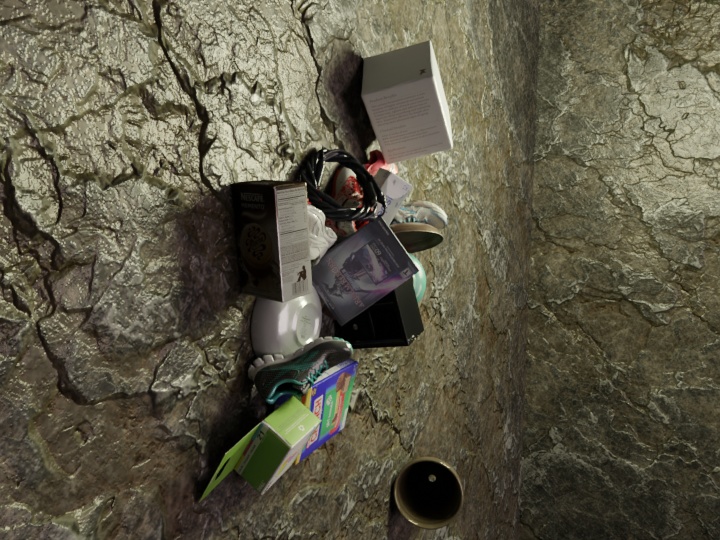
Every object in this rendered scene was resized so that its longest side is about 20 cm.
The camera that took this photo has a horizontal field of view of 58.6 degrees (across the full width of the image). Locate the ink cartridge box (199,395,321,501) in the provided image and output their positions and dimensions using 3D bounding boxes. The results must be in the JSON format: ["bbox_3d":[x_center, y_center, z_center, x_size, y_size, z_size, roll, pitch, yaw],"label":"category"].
[{"bbox_3d":[-0.176,0.335,1.136,0.200,0.076,0.148,-34,159,-57],"label":"ink cartridge box"}]

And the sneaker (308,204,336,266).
[{"bbox_3d":[-0.110,-0.065,1.237,0.100,0.078,0.200,-67,152,-15],"label":"sneaker"}]

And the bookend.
[{"bbox_3d":[0.018,0.067,1.442,0.092,0.198,0.201,-33,112,-57],"label":"bookend"}]

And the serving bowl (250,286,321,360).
[{"bbox_3d":[-0.131,0.103,1.265,0.200,0.066,0.201,-21,114,-60],"label":"serving bowl"}]

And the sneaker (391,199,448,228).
[{"bbox_3d":[0.112,-0.124,1.558,0.078,0.199,0.086,94,13,-55],"label":"sneaker"}]

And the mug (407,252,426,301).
[{"bbox_3d":[0.083,0.042,1.532,0.114,0.152,0.186,102,-22,-88],"label":"mug"}]

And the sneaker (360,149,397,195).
[{"bbox_3d":[0.018,-0.205,1.518,0.087,0.074,0.200,49,48,-35],"label":"sneaker"}]

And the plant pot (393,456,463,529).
[{"bbox_3d":[0.209,0.641,1.910,0.174,0.199,0.201,11,84,-78],"label":"plant pot"}]

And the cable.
[{"bbox_3d":[-0.045,-0.173,1.309,0.163,0.200,0.051,-14,151,-25],"label":"cable"}]

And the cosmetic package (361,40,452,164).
[{"bbox_3d":[0.111,-0.388,1.491,0.167,0.167,0.200,-87,160,-44],"label":"cosmetic package"}]

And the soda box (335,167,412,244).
[{"bbox_3d":[0.028,-0.125,1.429,0.068,0.063,0.200,28,95,-29],"label":"soda box"}]

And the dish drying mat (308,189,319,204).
[{"bbox_3d":[-0.134,-0.115,1.272,0.200,0.018,0.077,-42,132,-53],"label":"dish drying mat"}]

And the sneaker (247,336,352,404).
[{"bbox_3d":[-0.104,0.192,1.191,0.078,0.200,0.091,79,-11,-47],"label":"sneaker"}]

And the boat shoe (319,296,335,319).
[{"bbox_3d":[-0.022,0.014,1.367,0.200,0.072,0.072,-58,170,6],"label":"boat shoe"}]

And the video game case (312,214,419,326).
[{"bbox_3d":[0.000,0.000,1.322,0.143,0.200,0.019,55,4,0],"label":"video game case"}]

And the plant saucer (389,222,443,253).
[{"bbox_3d":[0.100,-0.077,1.547,0.200,0.200,0.032,24,58,-61],"label":"plant saucer"}]

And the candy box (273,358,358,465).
[{"bbox_3d":[-0.096,0.276,1.322,0.200,0.077,0.170,-17,122,-59],"label":"candy box"}]

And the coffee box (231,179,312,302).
[{"bbox_3d":[-0.155,-0.056,1.128,0.080,0.113,0.201,-18,111,-47],"label":"coffee box"}]

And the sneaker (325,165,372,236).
[{"bbox_3d":[-0.014,-0.156,1.393,0.067,0.108,0.202,54,47,-43],"label":"sneaker"}]
